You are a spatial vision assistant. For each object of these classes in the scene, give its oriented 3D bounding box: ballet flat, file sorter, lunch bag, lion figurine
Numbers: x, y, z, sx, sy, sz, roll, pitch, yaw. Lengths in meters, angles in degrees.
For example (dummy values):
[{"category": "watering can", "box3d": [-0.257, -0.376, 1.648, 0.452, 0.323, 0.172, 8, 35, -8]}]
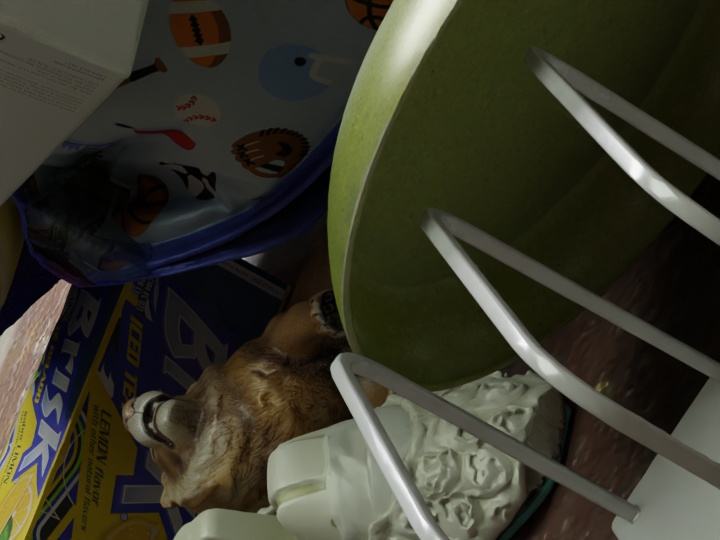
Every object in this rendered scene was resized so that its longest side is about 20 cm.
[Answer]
[{"category": "ballet flat", "box3d": [-0.017, 0.089, 0.832, 0.200, 0.071, 0.072, -42, 29, 37]}, {"category": "file sorter", "box3d": [0.099, -0.008, 0.617, 0.201, 0.124, 0.139, -57, 22, 11]}, {"category": "lunch bag", "box3d": [-0.038, -0.104, 0.877, 0.200, 0.123, 0.171, -46, 20, 41]}, {"category": "lion figurine", "box3d": [0.000, 0.000, 0.914, 0.201, 0.072, 0.122, -55, 11, -22]}]

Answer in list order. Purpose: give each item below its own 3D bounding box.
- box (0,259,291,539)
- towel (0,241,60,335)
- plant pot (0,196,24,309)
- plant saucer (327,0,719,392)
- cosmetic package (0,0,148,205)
[{"category": "box", "box3d": [-0.100, 0.083, 1.009, 0.064, 0.070, 0.201, -14, 52, 59]}, {"category": "towel", "box3d": [-0.097, -0.054, 1.050, 0.200, 0.050, 0.148, -42, 23, 0]}, {"category": "plant pot", "box3d": [-0.189, -0.069, 0.936, 0.201, 0.200, 0.190, -45, 35, 34]}, {"category": "plant saucer", "box3d": [0.056, -0.057, 0.703, 0.031, 0.200, 0.201, 39, 103, 26]}, {"category": "cosmetic package", "box3d": [-0.097, -0.125, 0.791, 0.151, 0.051, 0.201, -32, 42, 57]}]
